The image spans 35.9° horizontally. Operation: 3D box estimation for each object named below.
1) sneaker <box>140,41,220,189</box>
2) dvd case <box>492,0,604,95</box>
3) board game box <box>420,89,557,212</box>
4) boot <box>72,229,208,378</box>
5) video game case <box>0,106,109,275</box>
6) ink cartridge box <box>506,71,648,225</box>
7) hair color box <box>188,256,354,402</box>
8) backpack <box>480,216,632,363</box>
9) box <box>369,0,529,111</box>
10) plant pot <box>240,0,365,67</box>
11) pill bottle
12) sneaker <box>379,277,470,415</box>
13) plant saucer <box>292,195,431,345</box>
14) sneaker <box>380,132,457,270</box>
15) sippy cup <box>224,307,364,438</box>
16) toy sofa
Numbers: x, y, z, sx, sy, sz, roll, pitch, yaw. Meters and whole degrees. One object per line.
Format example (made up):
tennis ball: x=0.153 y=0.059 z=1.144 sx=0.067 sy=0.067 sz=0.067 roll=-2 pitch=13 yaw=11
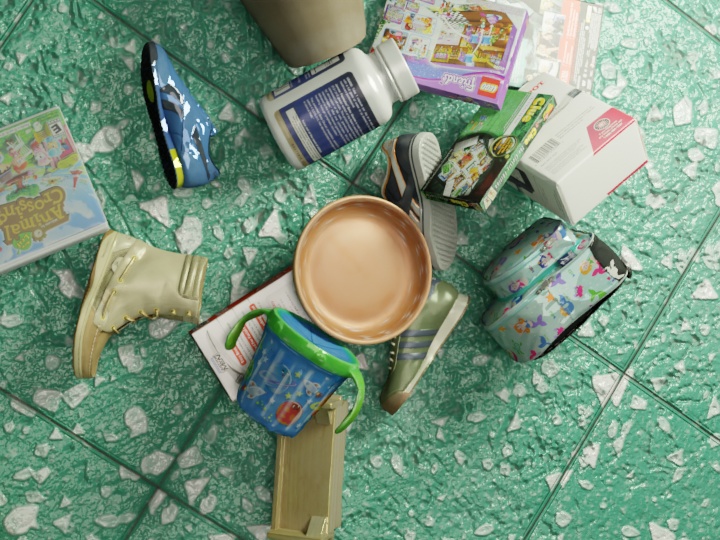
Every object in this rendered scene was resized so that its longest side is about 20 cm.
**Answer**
sneaker: x=-0.242 y=-0.212 z=1.502 sx=0.078 sy=0.066 sz=0.202 roll=-17 pitch=94 yaw=-22
dvd case: x=0.251 y=-0.333 z=1.618 sx=0.198 sy=0.022 sz=0.148 roll=8 pitch=89 yaw=-12
board game box: x=0.175 y=-0.167 z=1.505 sx=0.201 sy=0.104 sz=0.024 roll=-54 pitch=133 yaw=-21
boot: x=-0.293 y=0.060 z=1.484 sx=0.154 sy=0.073 sz=0.202 roll=15 pitch=81 yaw=-7
video game case: x=-0.455 y=-0.098 z=1.456 sx=0.199 sy=0.022 sz=0.183 roll=-23 pitch=81 yaw=-10
ink cartridge box: x=0.270 y=-0.172 z=1.530 sx=0.144 sy=0.200 sz=0.085 roll=-39 pitch=131 yaw=-8
hair color box: x=-0.123 y=0.078 z=1.525 sx=0.199 sy=0.064 sz=0.112 roll=-32 pitch=98 yaw=-11
backpack: x=0.253 y=0.027 z=1.544 sx=0.150 sy=0.178 sz=0.200 roll=41 pitch=93 yaw=-6
box: x=0.119 y=-0.314 z=1.540 sx=0.198 sy=0.039 sz=0.138 roll=18 pitch=87 yaw=16
plant pot: x=-0.077 y=-0.374 z=1.481 sx=0.199 sy=0.200 sz=0.175 roll=-26 pitch=113 yaw=-10
pill bottle: x=-0.026 y=-0.228 z=1.495 sx=0.199 sy=0.111 sz=0.112 roll=-28 pitch=96 yaw=6
sneaker: x=0.066 y=0.096 z=1.566 sx=0.090 sy=0.067 sz=0.201 roll=34 pitch=84 yaw=-2
plant saucer: x=0.000 y=0.000 z=1.508 sx=0.198 sy=0.037 sz=0.202 roll=2 pitch=85 yaw=-19
sneaker: x=0.081 y=-0.097 z=1.562 sx=0.078 sy=0.079 sz=0.202 roll=-36 pitch=121 yaw=-48
sippy cup: x=-0.091 y=0.138 z=1.442 sx=0.139 sy=0.178 sz=0.131 roll=29 pitch=97 yaw=-40
toy sofa: x=-0.072 y=0.270 z=1.536 sx=0.082 sy=0.098 sz=0.202 roll=4 pitch=90 yaw=13
